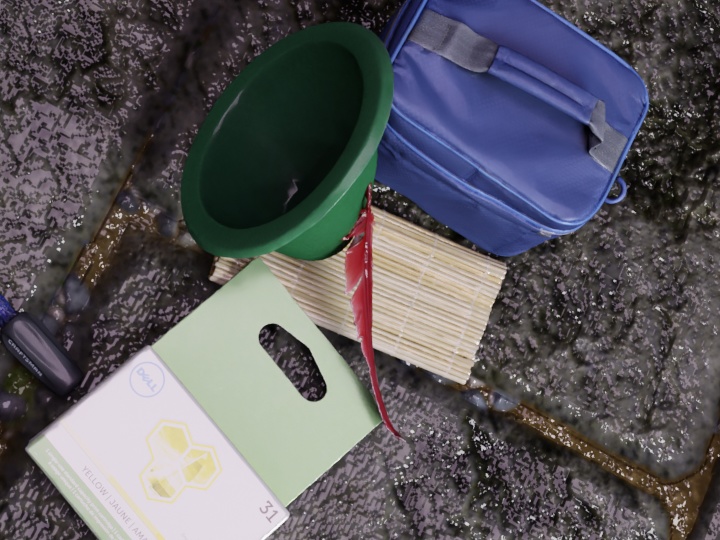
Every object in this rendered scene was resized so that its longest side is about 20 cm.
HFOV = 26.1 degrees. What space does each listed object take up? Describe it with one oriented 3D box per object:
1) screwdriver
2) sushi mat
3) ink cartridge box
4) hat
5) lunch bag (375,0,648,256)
[{"bbox_3d":[-0.251,0.003,0.993,0.028,0.029,0.200,-44,95,-19],"label":"screwdriver"},{"bbox_3d":[0.000,0.000,1.077,0.199,0.012,0.096,23,75,-12],"label":"sushi mat"},{"bbox_3d":[-0.094,0.105,1.005,0.200,0.048,0.146,-40,92,-12],"label":"ink cartridge box"},{"bbox_3d":[-0.009,-0.036,1.044,0.176,0.165,0.201,39,86,-41],"label":"hat"},{"bbox_3d":[0.096,-0.104,1.061,0.199,0.132,0.136,30,73,-9],"label":"lunch bag"}]
